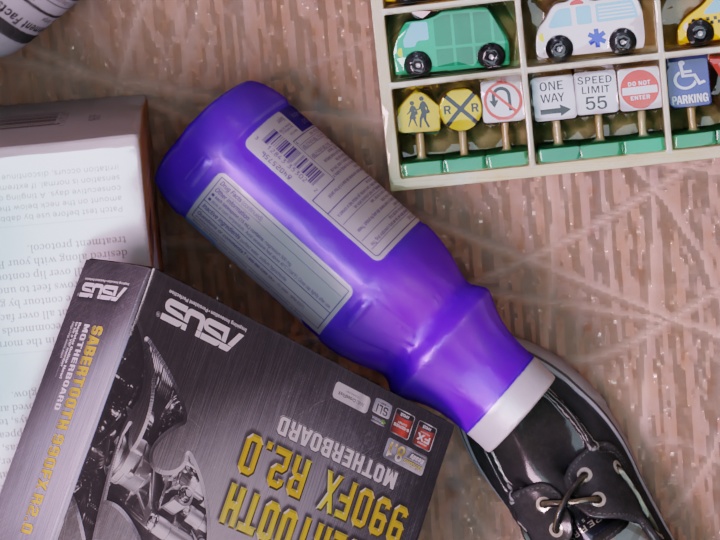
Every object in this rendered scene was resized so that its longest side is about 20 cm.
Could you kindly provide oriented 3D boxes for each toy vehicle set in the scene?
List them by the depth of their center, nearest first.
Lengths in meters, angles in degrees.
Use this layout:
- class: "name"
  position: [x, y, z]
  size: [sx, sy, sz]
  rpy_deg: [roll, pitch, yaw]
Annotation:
- class: "toy vehicle set"
  position: [0.106, -0.109, 1.222]
  size: [0.199, 0.027, 0.125]
  rpy_deg: [-6, 101, 5]

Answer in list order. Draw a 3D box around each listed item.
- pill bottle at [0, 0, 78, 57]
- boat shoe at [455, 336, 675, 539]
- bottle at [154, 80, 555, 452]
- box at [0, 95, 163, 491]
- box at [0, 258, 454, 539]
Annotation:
- class: "pill bottle"
  position: [-0.159, -0.168, 1.183]
  size: [0.200, 0.116, 0.116]
  rpy_deg: [-38, 97, 10]
- class: "boat shoe"
  position: [0.110, 0.118, 1.251]
  size: [0.069, 0.057, 0.200]
  rpy_deg: [-34, 96, 9]
- class: "bottle"
  position: [0.000, 0.000, 1.212]
  size: [0.200, 0.084, 0.065]
  rpy_deg: [42, 113, 2]
- class: "box"
  position: [-0.140, 0.031, 1.198]
  size: [0.106, 0.152, 0.201]
  rpy_deg: [-5, 102, -3]
- class: "box"
  position: [-0.060, 0.104, 1.126]
  size: [0.200, 0.048, 0.159]
  rpy_deg: [30, 73, -42]
